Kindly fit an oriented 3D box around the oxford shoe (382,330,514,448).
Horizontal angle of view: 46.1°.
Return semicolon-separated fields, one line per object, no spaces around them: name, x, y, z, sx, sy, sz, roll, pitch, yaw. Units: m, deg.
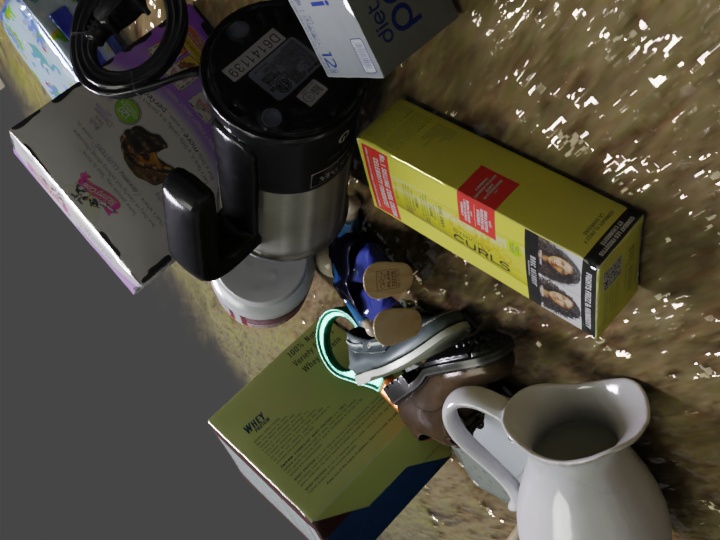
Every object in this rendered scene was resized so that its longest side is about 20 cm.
oxford shoe;0.091;0.109;0.750;0.085;0.072;0.200;63;156;11

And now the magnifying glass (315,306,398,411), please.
magnifying glass;0.015;0.114;0.940;0.200;0.022;0.080;41;123;34

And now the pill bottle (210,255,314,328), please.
pill bottle;-0.103;-0.001;0.882;0.110;0.109;0.200;47;170;2

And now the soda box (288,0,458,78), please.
soda box;-0.023;-0.208;0.458;0.063;0.068;0.201;19;144;54

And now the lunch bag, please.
lunch bag;-0.325;-0.242;0.988;0.201;0.082;0.160;56;159;-18

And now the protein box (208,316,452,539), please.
protein box;-0.034;0.202;1.016;0.199;0.198;0.136;31;154;37

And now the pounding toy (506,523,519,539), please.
pounding toy;0.166;0.426;1.070;0.142;0.184;0.200;46;168;4

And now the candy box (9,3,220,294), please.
candy box;-0.179;-0.108;0.761;0.168;0.200;0.071;51;159;-6

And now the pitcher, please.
pitcher;0.159;0.177;0.682;0.170;0.121;0.202;7;131;36

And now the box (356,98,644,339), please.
box;0.087;-0.040;0.558;0.199;0.050;0.076;35;156;33

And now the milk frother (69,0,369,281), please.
milk frother;-0.106;-0.118;0.654;0.201;0.179;0.189;56;161;18

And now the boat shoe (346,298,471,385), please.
boat shoe;0.036;0.063;0.813;0.200;0.072;0.063;-37;72;62

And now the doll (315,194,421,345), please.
doll;0.000;0.000;0.772;0.200;0.048;0.138;-146;43;-71

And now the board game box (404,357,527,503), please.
board game box;0.148;0.176;0.853;0.199;0.026;0.201;15;141;56

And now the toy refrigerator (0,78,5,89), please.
toy refrigerator;-0.753;-0.414;1.563;0.076;0.070;0.201;28;152;42
